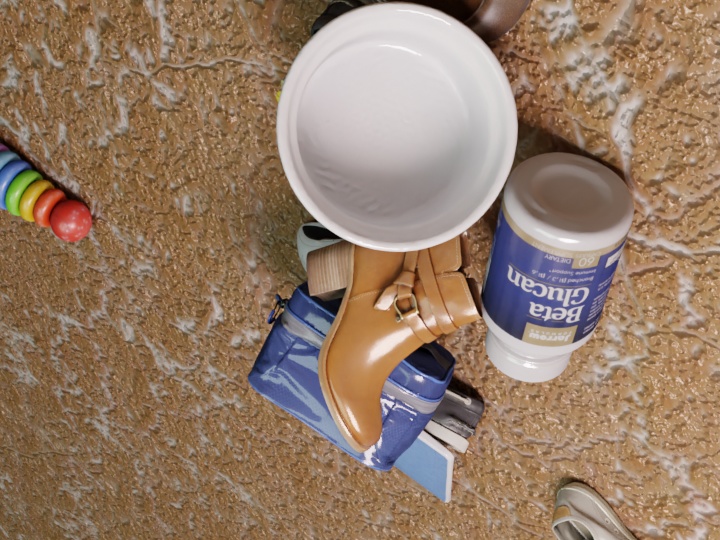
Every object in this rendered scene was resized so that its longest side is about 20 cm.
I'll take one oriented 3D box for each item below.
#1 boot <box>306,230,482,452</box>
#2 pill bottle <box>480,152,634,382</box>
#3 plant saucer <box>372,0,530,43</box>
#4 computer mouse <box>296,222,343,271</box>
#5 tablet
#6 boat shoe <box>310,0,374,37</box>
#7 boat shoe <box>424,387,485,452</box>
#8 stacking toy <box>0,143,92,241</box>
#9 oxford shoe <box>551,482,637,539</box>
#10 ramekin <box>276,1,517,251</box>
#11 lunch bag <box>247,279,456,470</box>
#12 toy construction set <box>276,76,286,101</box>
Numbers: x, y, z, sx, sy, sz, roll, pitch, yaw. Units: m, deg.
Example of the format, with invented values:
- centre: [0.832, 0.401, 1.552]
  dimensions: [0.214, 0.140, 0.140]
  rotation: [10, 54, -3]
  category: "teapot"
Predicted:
- centre: [0.038, 0.058, 1.175]
  dimensions: [0.154, 0.074, 0.201]
  rotation: [-11, 90, 17]
  category: "boot"
- centre: [0.166, 0.005, 1.145]
  dimensions: [0.111, 0.111, 0.201]
  rotation: [31, 140, 22]
  category: "pill bottle"
- centre: [0.056, -0.274, 1.081]
  dimensions: [0.199, 0.032, 0.201]
  rotation: [26, 137, 27]
  category: "plant saucer"
- centre: [0.000, 0.000, 1.365]
  dimensions: [0.199, 0.044, 0.110]
  rotation: [12, 131, 39]
  category: "computer mouse"
- centre: [0.051, 0.199, 1.455]
  dimensions: [0.130, 0.014, 0.200]
  rotation: [34, 162, 16]
  category: "tablet"
- centre: [0.032, -0.163, 1.174]
  dimensions: [0.200, 0.063, 0.073]
  rotation: [49, 144, 0]
  category: "boat shoe"
- centre: [0.046, 0.129, 1.420]
  dimensions: [0.199, 0.061, 0.074]
  rotation: [26, 169, 33]
  category: "boat shoe"
- centre: [-0.436, -0.101, 1.700]
  dimensions: [0.199, 0.085, 0.086]
  rotation: [29, 139, 14]
  category: "stacking toy"
- centre: [0.272, 0.311, 1.353]
  dimensions: [0.200, 0.058, 0.075]
  rotation: [46, 141, 1]
  category: "oxford shoe"
- centre: [0.024, -0.117, 1.090]
  dimensions: [0.201, 0.200, 0.098]
  rotation: [54, 174, -7]
  category: "ramekin"
- centre: [-0.009, 0.088, 1.300]
  dimensions: [0.199, 0.136, 0.133]
  rotation: [33, 101, 4]
  category: "lunch bag"
- centre: [0.005, -0.113, 1.230]
  dimensions: [0.200, 0.092, 0.132]
  rotation: [45, 144, 22]
  category: "toy construction set"
